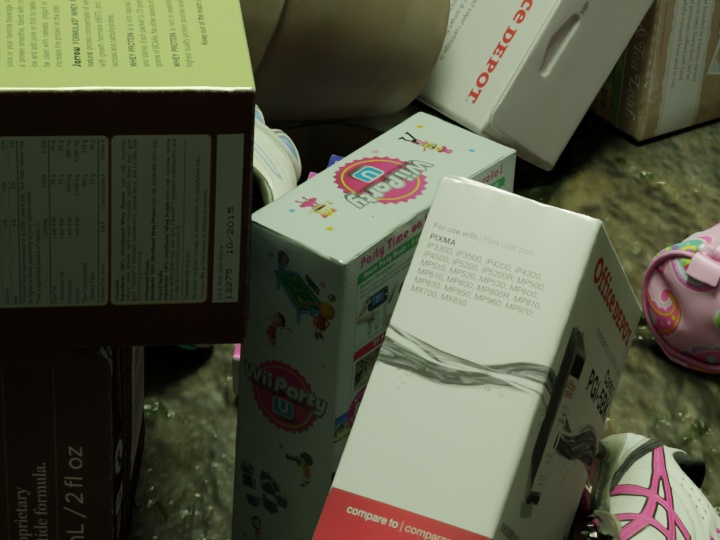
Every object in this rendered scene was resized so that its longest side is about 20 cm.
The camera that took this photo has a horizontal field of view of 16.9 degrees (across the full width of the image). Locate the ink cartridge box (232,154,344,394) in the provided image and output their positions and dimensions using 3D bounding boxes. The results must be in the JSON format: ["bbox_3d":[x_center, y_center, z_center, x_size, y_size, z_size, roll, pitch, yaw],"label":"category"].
[{"bbox_3d":[0.000,0.000,1.394,0.094,0.037,0.200,12,46,10],"label":"ink cartridge box"}]

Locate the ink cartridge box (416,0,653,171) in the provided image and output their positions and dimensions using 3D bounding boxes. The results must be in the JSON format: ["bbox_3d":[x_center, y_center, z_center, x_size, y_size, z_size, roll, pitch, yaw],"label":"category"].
[{"bbox_3d":[0.078,-0.174,1.604,0.084,0.146,0.200,27,6,-46],"label":"ink cartridge box"}]

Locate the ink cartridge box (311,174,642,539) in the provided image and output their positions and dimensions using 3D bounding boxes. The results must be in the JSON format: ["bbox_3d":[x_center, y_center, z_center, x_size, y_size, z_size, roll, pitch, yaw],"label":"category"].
[{"bbox_3d":[0.056,0.077,1.125,0.082,0.147,0.201,16,77,19],"label":"ink cartridge box"}]

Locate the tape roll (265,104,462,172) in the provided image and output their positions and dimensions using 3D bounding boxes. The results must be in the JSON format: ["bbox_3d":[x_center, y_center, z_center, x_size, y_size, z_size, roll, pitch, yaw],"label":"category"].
[{"bbox_3d":[-0.016,-0.052,1.522,0.202,0.037,0.203,2,31,-1],"label":"tape roll"}]

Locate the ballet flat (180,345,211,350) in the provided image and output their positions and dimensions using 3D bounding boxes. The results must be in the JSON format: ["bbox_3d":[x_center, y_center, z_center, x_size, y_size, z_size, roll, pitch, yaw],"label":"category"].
[{"bbox_3d":[-0.127,-0.015,1.322,0.200,0.067,0.068,32,15,-50],"label":"ballet flat"}]

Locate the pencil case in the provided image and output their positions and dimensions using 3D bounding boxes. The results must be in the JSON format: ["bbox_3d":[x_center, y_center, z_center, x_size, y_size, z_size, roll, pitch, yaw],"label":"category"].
[{"bbox_3d":[0.252,-0.011,1.434,0.087,0.088,0.200,27,40,34],"label":"pencil case"}]

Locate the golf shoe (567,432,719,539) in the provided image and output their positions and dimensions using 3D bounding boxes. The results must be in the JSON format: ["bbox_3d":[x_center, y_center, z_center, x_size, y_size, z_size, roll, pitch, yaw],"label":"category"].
[{"bbox_3d":[0.148,0.142,1.187,0.092,0.073,0.200,1,31,-6],"label":"golf shoe"}]

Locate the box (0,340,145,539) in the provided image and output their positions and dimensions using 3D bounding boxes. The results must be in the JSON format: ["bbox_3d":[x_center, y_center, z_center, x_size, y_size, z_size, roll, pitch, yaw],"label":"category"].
[{"bbox_3d":[-0.211,0.057,1.203,0.199,0.167,0.165,3,32,0],"label":"box"}]

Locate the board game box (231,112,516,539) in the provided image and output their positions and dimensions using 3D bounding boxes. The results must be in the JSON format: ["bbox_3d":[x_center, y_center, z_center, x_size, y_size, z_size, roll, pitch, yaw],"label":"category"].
[{"bbox_3d":[0.007,0.042,1.213,0.064,0.201,0.147,24,37,28],"label":"board game box"}]

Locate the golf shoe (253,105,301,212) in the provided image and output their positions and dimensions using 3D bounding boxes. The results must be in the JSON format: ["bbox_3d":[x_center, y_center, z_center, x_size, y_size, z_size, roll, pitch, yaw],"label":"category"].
[{"bbox_3d":[-0.116,-0.084,1.368,0.199,0.078,0.097,28,19,-19],"label":"golf shoe"}]

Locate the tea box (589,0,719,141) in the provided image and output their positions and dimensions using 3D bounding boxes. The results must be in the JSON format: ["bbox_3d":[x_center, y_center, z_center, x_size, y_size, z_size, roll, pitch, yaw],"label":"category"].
[{"bbox_3d":[0.191,-0.229,1.670,0.133,0.201,0.197,-17,36,-31],"label":"tea box"}]

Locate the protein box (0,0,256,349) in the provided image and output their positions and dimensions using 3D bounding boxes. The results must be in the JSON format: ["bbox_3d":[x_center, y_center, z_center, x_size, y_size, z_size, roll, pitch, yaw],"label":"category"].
[{"bbox_3d":[-0.158,-0.071,1.127,0.199,0.136,0.199,-1,32,-8],"label":"protein box"}]

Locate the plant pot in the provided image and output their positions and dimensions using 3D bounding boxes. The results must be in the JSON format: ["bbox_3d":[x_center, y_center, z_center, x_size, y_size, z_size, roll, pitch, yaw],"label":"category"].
[{"bbox_3d":[-0.045,-0.173,1.515,0.173,0.201,0.200,11,25,-29],"label":"plant pot"}]
